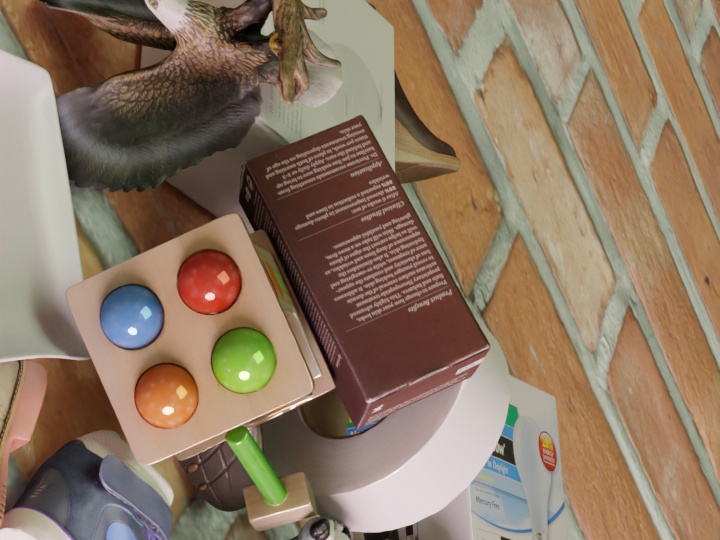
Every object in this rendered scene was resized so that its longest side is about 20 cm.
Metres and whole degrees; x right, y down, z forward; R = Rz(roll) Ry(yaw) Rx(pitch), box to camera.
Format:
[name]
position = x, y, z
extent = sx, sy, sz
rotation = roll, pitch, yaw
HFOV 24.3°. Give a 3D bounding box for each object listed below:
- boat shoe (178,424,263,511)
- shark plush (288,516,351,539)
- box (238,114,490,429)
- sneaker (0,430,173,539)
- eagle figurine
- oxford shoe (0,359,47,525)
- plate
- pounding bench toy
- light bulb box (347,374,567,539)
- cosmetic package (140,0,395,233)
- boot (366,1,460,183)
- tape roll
[boat shoe]
position = -0.102, 0.076, 1.234
extent = 0.072, 0.076, 0.200
rotation = -4, 82, -64
[shark plush]
position = -0.048, 0.205, 1.214
extent = 0.200, 0.083, 0.091
rotation = -58, 140, -75
[box]
position = 0.000, 0.000, 1.198
extent = 0.200, 0.100, 0.075
rotation = 62, -17, 17
[sneaker]
position = -0.144, 0.200, 1.083
extent = 0.200, 0.080, 0.146
rotation = 61, 35, -14
[eagle figurine]
position = -0.125, -0.153, 1.172
extent = 0.151, 0.200, 0.152
rotation = 65, 28, -14
[oxford shoe]
position = -0.246, 0.123, 0.970
extent = 0.074, 0.071, 0.200
rotation = 33, 41, -24
[plate]
position = -0.224, -0.041, 1.034
extent = 0.200, 0.032, 0.200
rotation = 14, 66, -80
[pounding bench toy]
position = -0.088, 0.081, 1.108
extent = 0.156, 0.124, 0.200
rotation = 38, 28, -84
[light bulb box]
position = 0.086, 0.193, 1.463
extent = 0.198, 0.125, 0.200
rotation = 27, 54, -54
[cosmetic package]
position = -0.073, -0.146, 1.343
extent = 0.200, 0.123, 0.200
rotation = 38, 45, -50
[boot]
position = 0.027, -0.174, 1.592
extent = 0.200, 0.072, 0.167
rotation = 8, 71, -56
[tape roll]
position = 0.013, 0.098, 1.297
extent = 0.071, 0.202, 0.203
rotation = 44, 40, -43
